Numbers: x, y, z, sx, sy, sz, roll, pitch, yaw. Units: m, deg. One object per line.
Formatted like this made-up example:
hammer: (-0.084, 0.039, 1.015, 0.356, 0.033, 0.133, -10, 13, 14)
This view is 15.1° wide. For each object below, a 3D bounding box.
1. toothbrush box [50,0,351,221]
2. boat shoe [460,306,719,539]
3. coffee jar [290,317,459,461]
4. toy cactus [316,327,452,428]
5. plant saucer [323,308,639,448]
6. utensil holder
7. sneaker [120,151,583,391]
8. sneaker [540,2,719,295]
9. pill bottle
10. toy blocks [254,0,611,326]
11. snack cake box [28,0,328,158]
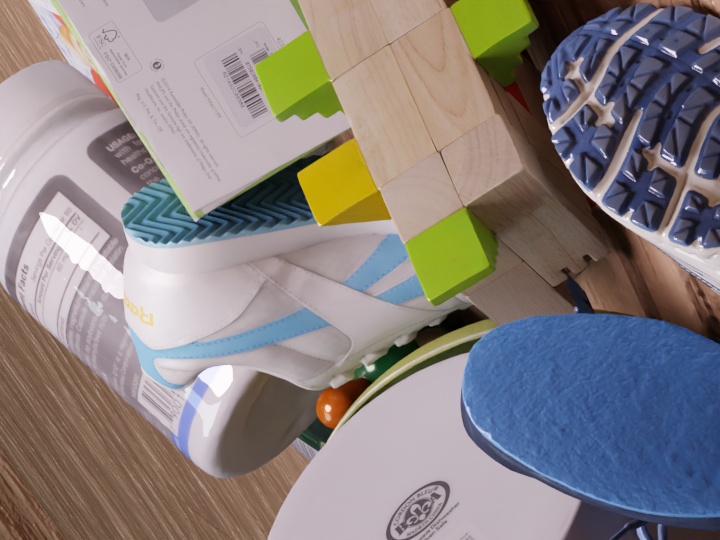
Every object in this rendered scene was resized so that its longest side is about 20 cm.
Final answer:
toothbrush box: (-0.084, -0.136, 1.099, 0.146, 0.086, 0.200, 58, -178, -30)
boat shoe: (0.131, 0.070, 0.950, 0.199, 0.085, 0.069, 16, 163, 6)
coffee jar: (0.050, 0.093, 1.356, 0.200, 0.104, 0.085, 38, 165, 37)
toy cactus: (0.051, 0.055, 1.245, 0.199, 0.103, 0.165, 17, -169, -16)
plant saucer: (0.077, 0.082, 1.140, 0.031, 0.199, 0.200, -97, -14, -45)
utensil holder: (0.077, 0.152, 1.068, 0.200, 0.170, 0.170, 47, 169, -31)
sneaker: (0.000, 0.000, 1.111, 0.077, 0.199, 0.081, -116, 24, -58)
sneaker: (0.137, -0.008, 0.901, 0.200, 0.077, 0.085, 43, 169, 27)
pill bottle: (-0.101, -0.005, 1.286, 0.200, 0.114, 0.114, 40, 164, 21)
toy blocks: (0.041, -0.054, 1.004, 0.137, 0.100, 0.201, 39, -156, -54)
snack cake box: (-0.109, -0.129, 1.345, 0.115, 0.067, 0.200, 28, 154, 51)
